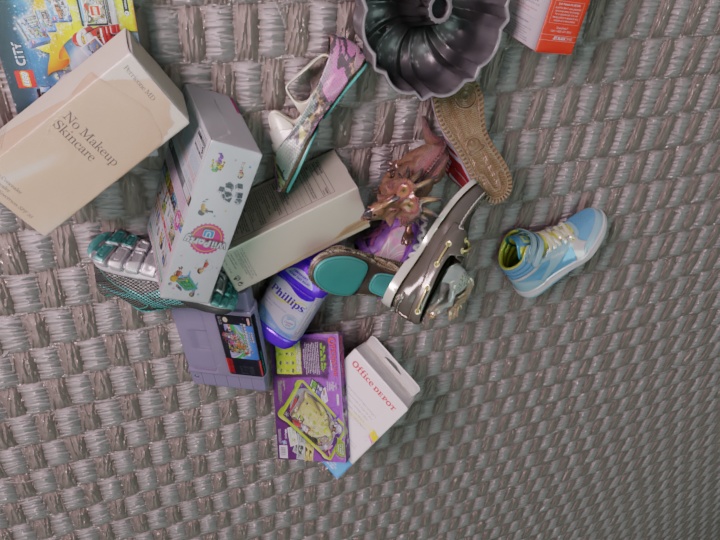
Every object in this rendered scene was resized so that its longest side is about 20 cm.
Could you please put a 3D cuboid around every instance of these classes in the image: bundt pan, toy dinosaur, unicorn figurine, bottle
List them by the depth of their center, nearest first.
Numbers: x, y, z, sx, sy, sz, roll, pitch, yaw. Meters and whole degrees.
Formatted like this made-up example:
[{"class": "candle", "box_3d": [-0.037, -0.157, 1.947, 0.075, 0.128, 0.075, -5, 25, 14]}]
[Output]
[{"class": "bundt pan", "box_3d": [0.075, -0.308, 0.705, 0.198, 0.076, 0.206, -13, 122, -21]}, {"class": "toy dinosaur", "box_3d": [0.074, -0.120, 0.788, 0.085, 0.136, 0.203, 30, 73, -5]}, {"class": "bottle", "box_3d": [-0.085, 0.017, 0.892, 0.083, 0.065, 0.202, 36, 113, 6]}, {"class": "unicorn figurine", "box_3d": [0.128, -0.001, 0.993, 0.138, 0.074, 0.200, -48, 145, 3]}]

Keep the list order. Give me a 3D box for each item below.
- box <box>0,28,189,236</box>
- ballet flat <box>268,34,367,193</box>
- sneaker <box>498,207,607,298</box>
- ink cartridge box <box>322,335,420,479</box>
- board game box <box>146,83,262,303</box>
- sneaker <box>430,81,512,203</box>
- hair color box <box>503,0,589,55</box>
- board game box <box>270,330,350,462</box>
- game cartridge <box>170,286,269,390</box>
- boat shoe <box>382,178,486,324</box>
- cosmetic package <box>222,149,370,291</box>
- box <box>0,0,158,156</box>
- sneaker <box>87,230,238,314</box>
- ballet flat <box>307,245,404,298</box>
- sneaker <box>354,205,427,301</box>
[{"class": "box", "box_3d": [-0.282, -0.141, 0.627, 0.198, 0.078, 0.095, -37, 132, 6]}, {"class": "ballet flat", "box_3d": [-0.069, -0.196, 0.752, 0.070, 0.069, 0.202, 30, 105, -16]}, {"class": "sneaker", "box_3d": [0.319, -0.049, 1.031, 0.200, 0.080, 0.130, -46, 132, 12]}, {"class": "ink cartridge box", "box_3d": [0.001, 0.216, 1.024, 0.200, 0.129, 0.125, -46, 171, 14]}, {"class": "board game box", "box_3d": [-0.191, -0.089, 0.716, 0.063, 0.148, 0.202, 9, 122, -32]}, {"class": "sneaker", "box_3d": [0.142, -0.191, 0.856, 0.070, 0.113, 0.203, -25, 102, 0]}, {"class": "hair color box", "box_3d": [0.236, -0.375, 0.723, 0.060, 0.102, 0.203, -4, 128, -21]}, {"class": "board game box", "box_3d": [-0.080, 0.199, 0.967, 0.117, 0.032, 0.205, -1, 95, 21]}, {"class": "game cartridge", "box_3d": [-0.204, 0.097, 0.895, 0.126, 0.039, 0.203, 7, 130, 13]}, {"class": "boat shoe", "box_3d": [0.108, -0.025, 0.798, 0.203, 0.060, 0.072, -55, 166, -3]}, {"class": "cosmetic package", "box_3d": [-0.097, -0.068, 0.806, 0.197, 0.106, 0.072, -25, 134, -3]}, {"class": "box", "box_3d": [-0.298, -0.212, 0.643, 0.134, 0.038, 0.203, -10, 129, -18]}, {"class": "sneaker", "box_3d": [-0.258, 0.019, 0.803, 0.196, 0.078, 0.092, 21, 131, -5]}, {"class": "ballet flat", "box_3d": [0.000, 0.000, 0.836, 0.197, 0.076, 0.069, 12, 117, -37]}, {"class": "sneaker", "box_3d": [0.035, -0.038, 0.912, 0.086, 0.081, 0.203, 7, 124, -19]}]
